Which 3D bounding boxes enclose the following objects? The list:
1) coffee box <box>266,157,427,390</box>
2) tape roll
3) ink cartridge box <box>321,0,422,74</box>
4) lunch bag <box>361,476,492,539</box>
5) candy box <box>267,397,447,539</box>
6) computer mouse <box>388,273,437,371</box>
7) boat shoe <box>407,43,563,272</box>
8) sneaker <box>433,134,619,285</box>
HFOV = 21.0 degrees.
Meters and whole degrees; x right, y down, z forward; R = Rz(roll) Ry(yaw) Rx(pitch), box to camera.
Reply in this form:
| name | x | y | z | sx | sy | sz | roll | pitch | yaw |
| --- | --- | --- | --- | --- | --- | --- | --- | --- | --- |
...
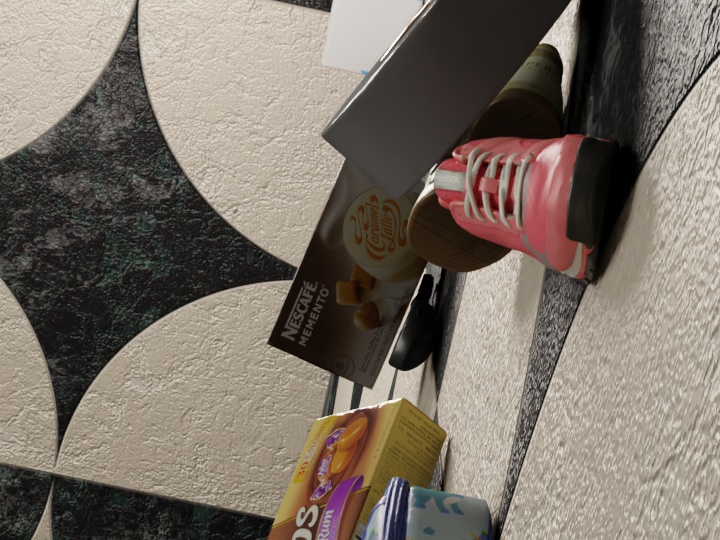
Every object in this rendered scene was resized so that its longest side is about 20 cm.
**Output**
| name | x | y | z | sx | sy | sz | roll | pitch | yaw |
| --- | --- | --- | --- | --- | --- | --- | --- | --- | --- |
| coffee box | 0.000 | 0.000 | 1.861 | 0.080 | 0.114 | 0.201 | 98 | -164 | -88 |
| tape roll | 0.061 | -0.142 | 1.238 | 0.201 | 0.066 | 0.200 | -50 | 6 | 6 |
| ink cartridge box | 0.021 | -0.421 | 3.262 | 0.200 | 0.145 | 0.147 | -84 | 6 | -71 |
| lunch bag | 0.024 | 0.239 | 1.182 | 0.161 | 0.082 | 0.201 | -78 | 2 | -57 |
| candy box | -0.017 | 0.204 | 1.507 | 0.116 | 0.056 | 0.201 | -18 | 40 | 49 |
| computer mouse | 0.058 | 0.048 | 1.826 | 0.200 | 0.034 | 0.059 | -66 | -1 | -70 |
| boat shoe | 0.089 | -0.068 | 1.287 | 0.200 | 0.073 | 0.063 | -55 | 11 | 53 |
| sneaker | 0.082 | -0.036 | 1.029 | 0.200 | 0.086 | 0.074 | 167 | 114 | -87 |
